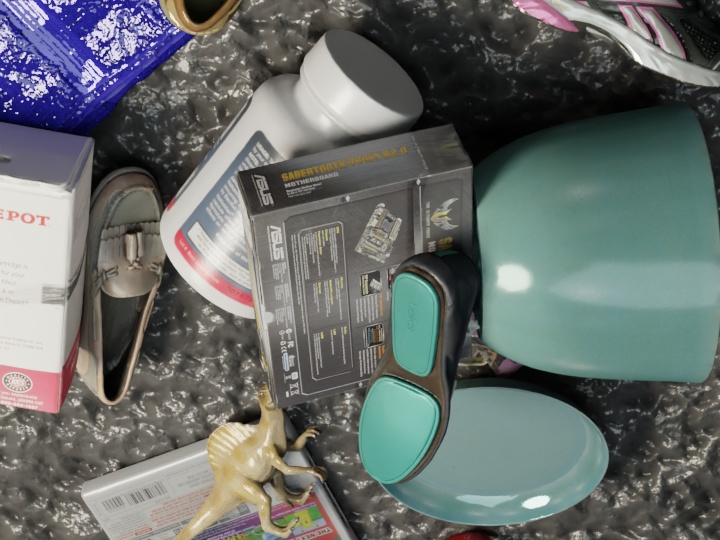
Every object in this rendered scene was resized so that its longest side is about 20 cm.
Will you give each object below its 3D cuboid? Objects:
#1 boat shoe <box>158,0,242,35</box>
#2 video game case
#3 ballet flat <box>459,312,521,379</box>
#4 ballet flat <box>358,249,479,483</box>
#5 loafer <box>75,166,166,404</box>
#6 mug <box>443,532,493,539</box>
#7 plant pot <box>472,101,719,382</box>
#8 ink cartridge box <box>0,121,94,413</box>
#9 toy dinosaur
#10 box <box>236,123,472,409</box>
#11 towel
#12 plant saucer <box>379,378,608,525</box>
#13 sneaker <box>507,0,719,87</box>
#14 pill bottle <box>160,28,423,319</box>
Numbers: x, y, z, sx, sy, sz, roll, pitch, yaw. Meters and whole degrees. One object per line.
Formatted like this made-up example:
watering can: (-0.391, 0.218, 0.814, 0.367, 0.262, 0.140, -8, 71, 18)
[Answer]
boat shoe: (-0.078, -0.249, 1.089, 0.075, 0.074, 0.202, 15, 103, -14)
video game case: (-0.118, 0.226, 1.450, 0.198, 0.023, 0.183, -20, 120, 12)
ballet flat: (0.054, 0.029, 1.291, 0.199, 0.069, 0.071, 32, 100, -22)
ballet flat: (0.047, 0.066, 1.169, 0.072, 0.073, 0.201, 7, 127, -4)
loafer: (-0.184, 0.016, 1.281, 0.071, 0.063, 0.201, -6, 131, -30)
mug: (0.096, 0.344, 1.485, 0.199, 0.179, 0.133, -26, 156, 21)
plant pot: (0.159, -0.014, 1.179, 0.159, 0.201, 0.202, -4, 123, -1)
ink cartridge box: (-0.279, -0.007, 1.214, 0.144, 0.085, 0.201, 10, 124, -2)
toy dinosaur: (-0.091, 0.176, 1.383, 0.101, 0.058, 0.201, 32, 110, -2)
box: (0.000, 0.000, 1.166, 0.157, 0.049, 0.201, -14, 136, -10)
towel: (-0.207, -0.180, 1.172, 0.199, 0.050, 0.148, -37, 116, 22)
plant saucer: (0.107, 0.149, 1.369, 0.198, 0.028, 0.201, 2, 139, 2)
sneaker: (0.196, -0.195, 1.145, 0.198, 0.080, 0.087, 19, 111, -18)
pill bottle: (-0.047, -0.072, 1.198, 0.119, 0.120, 0.200, 32, 118, -18)
